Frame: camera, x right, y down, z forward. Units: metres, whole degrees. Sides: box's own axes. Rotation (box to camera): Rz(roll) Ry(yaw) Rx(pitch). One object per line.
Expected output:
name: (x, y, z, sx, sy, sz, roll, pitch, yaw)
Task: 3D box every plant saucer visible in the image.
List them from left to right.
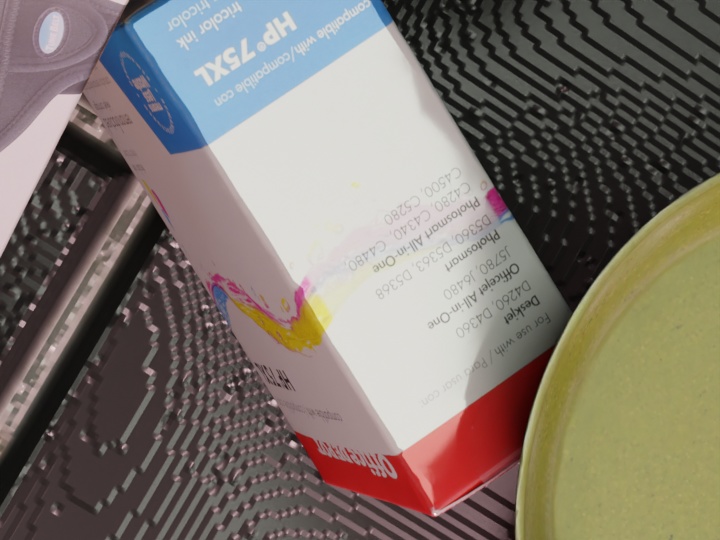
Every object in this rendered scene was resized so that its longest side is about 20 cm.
plant saucer: (0.130, 0.065, 0.773, 0.199, 0.031, 0.202, -1, 92, -19)

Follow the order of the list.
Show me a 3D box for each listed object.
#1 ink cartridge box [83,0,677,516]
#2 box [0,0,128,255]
ink cartridge box: (0.000, 0.000, 0.807, 0.067, 0.116, 0.201, -34, 98, -13)
box: (-0.133, -0.064, 0.744, 0.118, 0.042, 0.200, 11, 131, -24)
